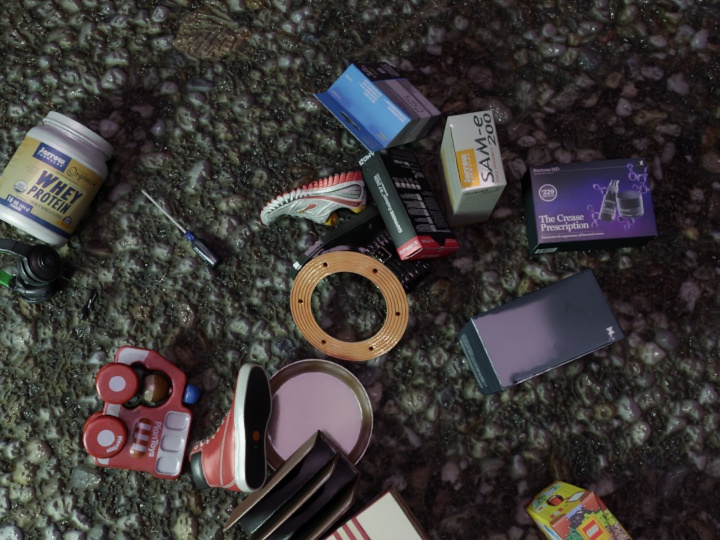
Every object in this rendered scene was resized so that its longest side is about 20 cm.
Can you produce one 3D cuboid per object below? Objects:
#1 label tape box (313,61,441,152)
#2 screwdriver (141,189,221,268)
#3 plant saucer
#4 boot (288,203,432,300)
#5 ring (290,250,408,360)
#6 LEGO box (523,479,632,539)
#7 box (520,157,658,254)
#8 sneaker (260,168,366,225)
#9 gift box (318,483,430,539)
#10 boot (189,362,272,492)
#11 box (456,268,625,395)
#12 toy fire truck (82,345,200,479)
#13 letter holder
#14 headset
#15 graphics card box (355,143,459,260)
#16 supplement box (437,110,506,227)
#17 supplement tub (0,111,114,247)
[{"bbox_3d":[0.035,-0.283,1.171,0.144,0.200,0.063,46,123,10],"label":"label tape box"},{"bbox_3d":[-0.320,-0.078,1.218,0.200,0.029,0.028,44,82,4],"label":"screwdriver"},{"bbox_3d":[-0.078,0.249,1.143,0.200,0.032,0.201,0,79,1],"label":"plant saucer"},{"bbox_3d":[0.000,-0.001,1.169,0.211,0.079,0.158,-34,79,-6],"label":"boot"},{"bbox_3d":[-0.018,0.059,1.139,0.200,0.019,0.201,4,114,10],"label":"ring"},{"bbox_3d":[0.333,0.399,1.012,0.077,0.200,0.149,-36,79,-6],"label":"LEGO box"},{"bbox_3d":[0.388,-0.110,1.182,0.199,0.079,0.142,-4,75,1],"label":"box"},{"bbox_3d":[-0.083,-0.109,1.180,0.199,0.078,0.082,-15,99,23],"label":"sneaker"},{"bbox_3d":[0.048,0.438,1.023,0.200,0.185,0.187,-35,77,1],"label":"gift box"},{"bbox_3d":[-0.219,0.252,1.116,0.144,0.072,0.201,-9,70,33],"label":"boot"},{"bbox_3d":[0.270,0.103,1.077,0.196,0.200,0.118,-22,78,-3],"label":"box"},{"bbox_3d":[-0.356,0.231,1.129,0.167,0.112,0.201,14,78,-20],"label":"toy fire truck"},{"bbox_3d":[-0.107,0.361,1.039,0.200,0.142,0.101,-44,90,5],"label":"letter holder"},{"bbox_3d":[-0.547,0.018,1.162,0.200,0.124,0.094,21,52,-17],"label":"headset"},{"bbox_3d":[0.080,-0.113,1.161,0.051,0.125,0.200,-33,73,34],"label":"graphics card box"},{"bbox_3d":[0.179,-0.161,1.135,0.073,0.200,0.126,-9,78,0],"label":"supplement box"},{"bbox_3d":[-0.529,-0.156,1.186,0.144,0.144,0.200,26,80,7],"label":"supplement tub"}]
